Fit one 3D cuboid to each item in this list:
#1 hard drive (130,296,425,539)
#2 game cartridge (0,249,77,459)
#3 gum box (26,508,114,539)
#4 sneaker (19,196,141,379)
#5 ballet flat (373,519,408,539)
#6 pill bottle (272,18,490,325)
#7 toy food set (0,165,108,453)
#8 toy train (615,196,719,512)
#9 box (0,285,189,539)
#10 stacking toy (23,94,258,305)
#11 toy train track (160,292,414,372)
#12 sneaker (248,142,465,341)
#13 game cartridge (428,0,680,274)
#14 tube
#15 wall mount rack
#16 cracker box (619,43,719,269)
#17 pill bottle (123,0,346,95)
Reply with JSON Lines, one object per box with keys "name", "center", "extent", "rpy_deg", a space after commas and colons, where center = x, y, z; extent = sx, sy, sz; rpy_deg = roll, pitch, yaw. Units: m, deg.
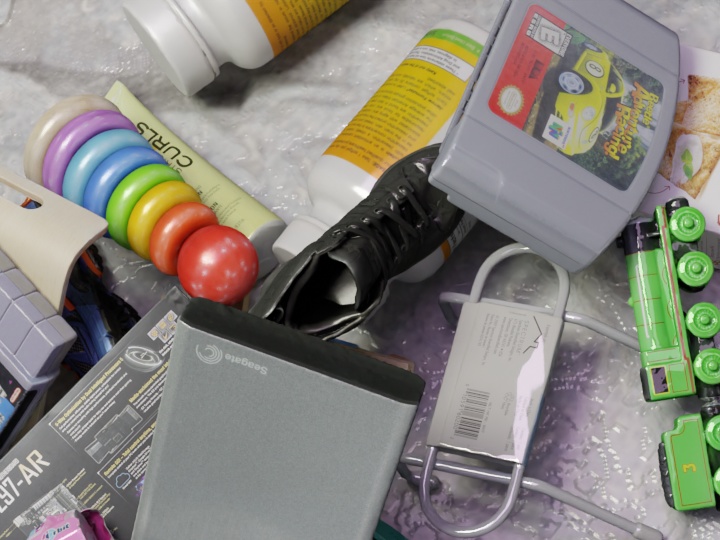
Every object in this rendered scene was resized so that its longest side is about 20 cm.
{"name": "hard drive", "center": [-0.053, 0.119, 0.889], "extent": [0.139, 0.201, 0.033], "rpy_deg": [19, 36, 4]}
{"name": "game cartridge", "center": [-0.274, 0.068, 1.016], "extent": [0.130, 0.038, 0.200], "rpy_deg": [48, 124, 15]}
{"name": "gum box", "center": [-0.172, 0.252, 0.919], "extent": [0.113, 0.066, 0.201], "rpy_deg": [-27, 90, 1]}
{"name": "sneaker", "center": [-0.203, 0.041, 1.084], "extent": [0.078, 0.075, 0.200], "rpy_deg": [-41, 59, 10]}
{"name": "ballet flat", "center": [0.057, 0.228, 0.934], "extent": [0.199, 0.068, 0.073], "rpy_deg": [30, 96, 25]}
{"name": "pill bottle", "center": [0.033, -0.064, 1.048], "extent": [0.111, 0.111, 0.200], "rpy_deg": [34, 76, 25]}
{"name": "toy food set", "center": [-0.247, 0.032, 1.045], "extent": [0.143, 0.060, 0.201], "rpy_deg": [26, 116, 22]}
{"name": "toy train", "center": [0.201, 0.054, 0.962], "extent": [0.056, 0.042, 0.202], "rpy_deg": [-9, 80, 6]}
{"name": "box", "center": [-0.133, 0.137, 0.989], "extent": [0.160, 0.044, 0.200], "rpy_deg": [44, 81, 0]}
{"name": "stacking toy", "center": [-0.145, -0.040, 1.047], "extent": [0.085, 0.086, 0.200], "rpy_deg": [-45, 55, -10]}
{"name": "toy train track", "center": [-0.049, 0.049, 1.045], "extent": [0.199, 0.032, 0.116], "rpy_deg": [14, 99, 28]}
{"name": "sneaker", "center": [-0.002, -0.003, 0.934], "extent": [0.199, 0.104, 0.060], "rpy_deg": [-39, 100, -1]}
{"name": "game cartridge", "center": [0.133, -0.103, 0.982], "extent": [0.133, 0.041, 0.201], "rpy_deg": [31, 59, -12]}
{"name": "tube", "center": [-0.138, -0.063, 1.125], "extent": [0.200, 0.052, 0.058], "rpy_deg": [36, 48, 29]}
{"name": "wall mount rack", "center": [0.118, 0.089, 0.981], "extent": [0.172, 0.075, 0.201], "rpy_deg": [10, 68, 20]}
{"name": "cracker box", "center": [0.240, -0.075, 1.038], "extent": [0.199, 0.058, 0.135], "rpy_deg": [16, 69, 20]}
{"name": "pill bottle", "center": [-0.073, -0.222, 1.142], "extent": [0.200, 0.111, 0.111], "rpy_deg": [-38, 62, -7]}
